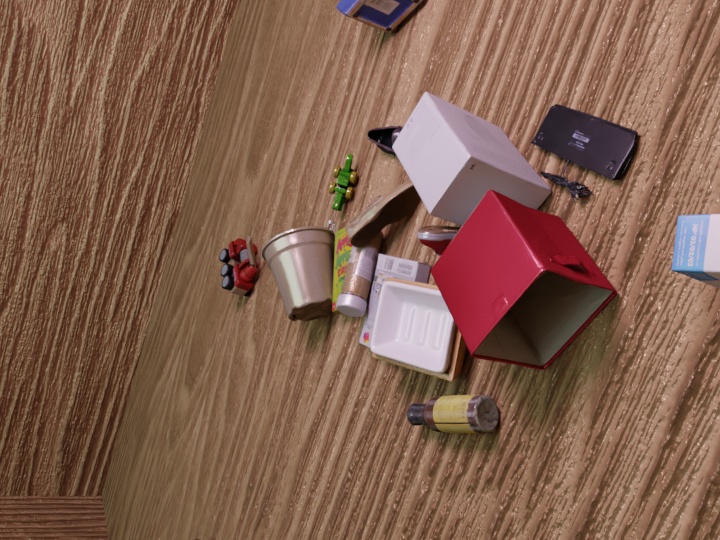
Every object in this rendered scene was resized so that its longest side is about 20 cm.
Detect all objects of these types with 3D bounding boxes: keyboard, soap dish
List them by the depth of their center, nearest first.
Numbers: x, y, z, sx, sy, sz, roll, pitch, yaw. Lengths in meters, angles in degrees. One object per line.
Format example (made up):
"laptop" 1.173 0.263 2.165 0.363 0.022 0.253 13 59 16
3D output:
"keyboard" 0.346 -0.187 0.997 0.129 0.020 0.200 -62 34 14
"soap dish" 0.117 0.107 1.166 0.197 0.080 0.162 10 88 43

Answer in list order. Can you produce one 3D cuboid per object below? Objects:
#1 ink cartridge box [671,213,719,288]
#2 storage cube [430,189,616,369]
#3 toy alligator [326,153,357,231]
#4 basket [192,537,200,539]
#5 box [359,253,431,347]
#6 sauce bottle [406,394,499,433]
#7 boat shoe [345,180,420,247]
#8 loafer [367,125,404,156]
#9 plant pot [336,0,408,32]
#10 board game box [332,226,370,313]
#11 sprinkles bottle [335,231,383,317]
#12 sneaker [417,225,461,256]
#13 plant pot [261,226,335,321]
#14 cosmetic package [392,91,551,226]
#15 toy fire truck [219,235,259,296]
"ink cartridge box" 0.460 -0.017 0.664 0.198 0.113 0.070 4 82 58
"storage cube" 0.240 0.018 0.952 0.202 0.168 0.182 -55 37 31
"toy alligator" -0.049 -0.199 1.606 0.054 0.058 0.205 -20 -54 -78
"basket" -0.502 0.943 1.916 0.201 0.147 0.144 -54 6 32
"box" 0.071 0.075 1.324 0.155 0.040 0.205 13 89 59
"sauce bottle" 0.156 0.255 1.102 0.198 0.064 0.067 -16 66 54
"boat shoe" 0.047 -0.137 1.358 0.198 0.071 0.065 -36 48 12
"loafer" 0.082 -0.295 1.414 0.199 0.062 0.074 24 100 58
"plant pot" 0.050 -0.711 1.495 0.198 0.196 0.185 -25 64 51
"board game box" -0.021 -0.006 1.491 0.101 0.047 0.206 -23 60 53
"sprinkles bottle" 0.000 0.000 1.399 0.068 0.067 0.205 -18 51 54
"sneaker" 0.164 -0.016 1.069 0.070 0.197 0.116 18 102 44
"plant pot" -0.137 0.019 1.562 0.200 0.197 0.188 -38 61 45
"cosmetic package" 0.188 -0.177 1.075 0.124 0.196 0.202 -55 38 29
"toy fire truck" -0.379 -0.044 2.026 0.199 0.127 0.179 -40 46 28
